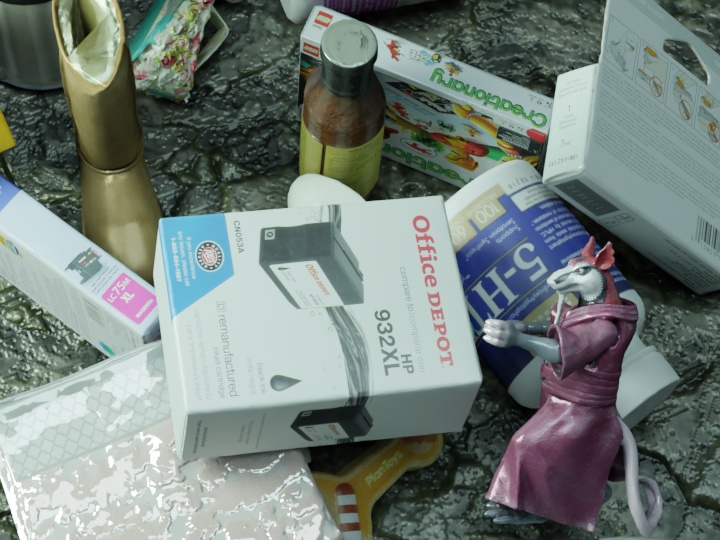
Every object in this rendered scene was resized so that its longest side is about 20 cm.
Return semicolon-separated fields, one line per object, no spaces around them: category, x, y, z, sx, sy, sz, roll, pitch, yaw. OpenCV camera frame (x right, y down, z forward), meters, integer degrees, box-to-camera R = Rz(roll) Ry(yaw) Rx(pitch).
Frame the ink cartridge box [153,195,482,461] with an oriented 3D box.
ink cartridge box;-0.031;0.037;1.348;0.199;0.084;0.146;-5;63;-12

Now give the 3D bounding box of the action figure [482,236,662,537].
action figure;0.149;0.078;1.331;0.148;0.134;0.201;16;107;8

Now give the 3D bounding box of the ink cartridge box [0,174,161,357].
ink cartridge box;-0.218;0.000;1.459;0.199;0.119;0.042;33;70;12

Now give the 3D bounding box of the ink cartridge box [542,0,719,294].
ink cartridge box;0.223;-0.102;1.509;0.200;0.043;0.174;32;57;-37

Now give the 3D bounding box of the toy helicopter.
toy helicopter;-0.017;0.154;1.418;0.200;0.079;0.133;-39;97;-36

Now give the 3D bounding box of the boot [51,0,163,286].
boot;-0.184;-0.092;1.459;0.066;0.200;0.176;-15;67;-10

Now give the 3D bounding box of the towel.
towel;-0.137;0.142;1.354;0.199;0.032;0.192;-22;68;-9

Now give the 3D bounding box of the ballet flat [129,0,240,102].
ballet flat;-0.127;-0.218;1.604;0.064;0.076;0.201;34;69;-21

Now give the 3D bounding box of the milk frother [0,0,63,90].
milk frother;-0.203;-0.220;1.518;0.180;0.188;0.200;-29;66;-15

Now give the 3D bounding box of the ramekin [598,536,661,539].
ramekin;0.182;0.279;1.367;0.199;0.098;0.202;1;65;-3

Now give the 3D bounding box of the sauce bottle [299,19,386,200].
sauce bottle;-0.011;-0.114;1.480;0.066;0.200;0.066;2;65;-4

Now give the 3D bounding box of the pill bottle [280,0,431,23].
pill bottle;0.031;-0.268;1.602;0.199;0.112;0.113;-12;66;-8

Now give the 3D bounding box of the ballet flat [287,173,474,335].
ballet flat;0.000;0.000;1.457;0.069;0.070;0.200;-36;63;-18

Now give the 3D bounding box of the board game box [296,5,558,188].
board game box;0.048;-0.121;1.527;0.199;0.126;0.035;23;65;8

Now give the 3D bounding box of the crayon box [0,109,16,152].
crayon box;-0.313;-0.148;1.463;0.051;0.128;0.200;-27;25;-16

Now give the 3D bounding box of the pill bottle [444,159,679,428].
pill bottle;0.137;0.030;1.464;0.119;0.120;0.200;-34;75;-17
